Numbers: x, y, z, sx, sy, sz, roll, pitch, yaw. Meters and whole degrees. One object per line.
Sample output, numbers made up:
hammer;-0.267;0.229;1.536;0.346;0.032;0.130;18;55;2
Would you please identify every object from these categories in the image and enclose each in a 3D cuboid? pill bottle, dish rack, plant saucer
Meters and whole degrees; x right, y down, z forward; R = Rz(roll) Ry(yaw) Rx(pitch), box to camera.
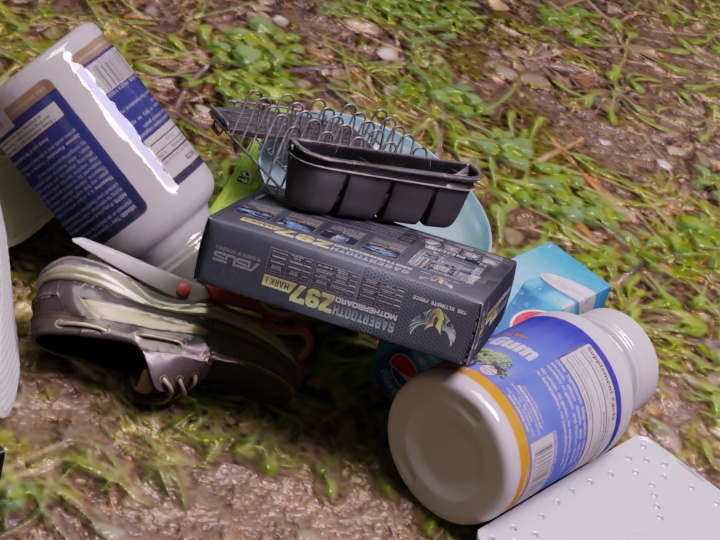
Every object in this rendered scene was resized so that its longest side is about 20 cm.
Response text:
pill bottle;-0.178;-0.071;1.539;0.200;0.111;0.111;52;36;-7
dish rack;-0.020;-0.093;1.573;0.153;0.055;0.200;8;22;-30
pill bottle;0.122;0.094;1.492;0.112;0.112;0.200;36;38;27
plant saucer;0.008;-0.050;1.644;0.199;0.027;0.201;20;35;-14

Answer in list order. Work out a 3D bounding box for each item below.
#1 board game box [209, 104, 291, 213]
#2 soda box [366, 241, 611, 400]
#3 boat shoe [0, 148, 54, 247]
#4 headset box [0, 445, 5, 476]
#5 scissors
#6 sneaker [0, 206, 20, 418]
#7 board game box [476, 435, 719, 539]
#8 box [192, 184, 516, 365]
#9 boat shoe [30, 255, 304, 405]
board game box;-0.055;-0.053;1.682;0.101;0.048;0.200;20;34;3
soda box;0.099;0.046;1.594;0.068;0.064;0.200;37;39;28
boat shoe;-0.262;-0.062;1.594;0.201;0.072;0.060;-30;12;-32
headset box;-0.340;0.098;1.316;0.148;0.077;0.200;-16;47;-39
scissors;-0.119;0.024;1.504;0.199;0.073;0.014;9;12;-28
sneaker;-0.297;0.032;1.454;0.114;0.073;0.201;-10;44;-5
board game box;0.208;0.210;1.441;0.200;0.026;0.200;38;39;27
box;0.000;0.000;1.470;0.199;0.051;0.158;17;13;9
boat shoe;-0.140;0.060;1.479;0.199;0.075;0.074;20;59;-3
